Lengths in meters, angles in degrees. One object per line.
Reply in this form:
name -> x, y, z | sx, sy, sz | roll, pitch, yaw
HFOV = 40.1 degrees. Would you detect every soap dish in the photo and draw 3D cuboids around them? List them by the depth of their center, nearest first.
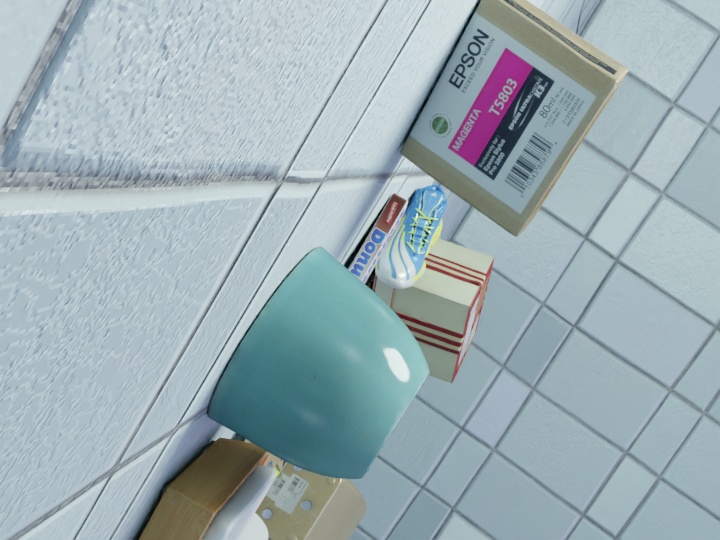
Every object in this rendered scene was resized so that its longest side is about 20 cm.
soap dish -> -0.179, 0.281, 1.031 | 0.202, 0.080, 0.157 | -60, 174, 20

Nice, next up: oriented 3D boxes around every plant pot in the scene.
plant pot -> -0.028, 0.106, 0.973 | 0.202, 0.160, 0.201 | -56, 175, -8
plant pot -> -0.117, 0.363, 1.519 | 0.201, 0.198, 0.178 | -53, 164, -26

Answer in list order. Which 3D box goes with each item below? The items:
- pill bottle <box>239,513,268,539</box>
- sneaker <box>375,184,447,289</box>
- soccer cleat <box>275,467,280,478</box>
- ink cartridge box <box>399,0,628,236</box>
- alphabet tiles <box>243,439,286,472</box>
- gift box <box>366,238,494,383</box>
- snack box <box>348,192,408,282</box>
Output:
pill bottle -> -0.212, 0.433, 1.395 | 0.202, 0.111, 0.112 | -59, 174, 16
sneaker -> 0.077, -0.062, 1.445 | 0.201, 0.074, 0.106 | -61, 168, -53
soccer cleat -> -0.125, 0.233, 1.407 | 0.201, 0.065, 0.083 | -54, 145, 6
ink cartridge box -> 0.158, -0.167, 1.043 | 0.202, 0.163, 0.075 | -61, 170, 30
alphabet tiles -> -0.094, 0.182, 1.282 | 0.168, 0.006, 0.201 | -57, 158, -26
gift box -> 0.096, 0.066, 1.621 | 0.185, 0.184, 0.203 | -50, 156, -57
snack box -> 0.000, 0.000, 1.248 | 0.202, 0.024, 0.072 | -60, 174, -14
